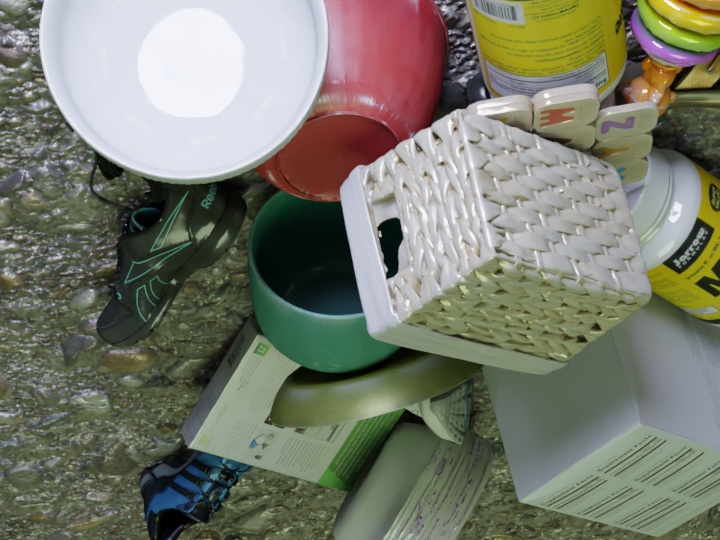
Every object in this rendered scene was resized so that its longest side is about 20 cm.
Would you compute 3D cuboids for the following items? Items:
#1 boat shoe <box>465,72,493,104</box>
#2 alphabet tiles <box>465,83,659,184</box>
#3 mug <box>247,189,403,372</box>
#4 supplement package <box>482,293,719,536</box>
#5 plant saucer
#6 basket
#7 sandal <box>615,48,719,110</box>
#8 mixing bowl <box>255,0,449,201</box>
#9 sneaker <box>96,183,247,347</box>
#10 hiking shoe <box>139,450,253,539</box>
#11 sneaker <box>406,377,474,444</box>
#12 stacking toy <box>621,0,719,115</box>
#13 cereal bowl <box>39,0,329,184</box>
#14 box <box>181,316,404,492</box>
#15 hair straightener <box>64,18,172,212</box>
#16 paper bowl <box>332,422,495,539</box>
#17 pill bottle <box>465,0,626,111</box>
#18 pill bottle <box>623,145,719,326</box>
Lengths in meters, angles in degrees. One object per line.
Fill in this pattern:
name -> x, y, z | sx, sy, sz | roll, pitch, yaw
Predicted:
boat shoe -> 0.118, -0.084, 1.279 | 0.062, 0.074, 0.202 | -7, 138, 17
alphabet tiles -> 0.129, -0.079, 1.176 | 0.194, 0.015, 0.200 | -9, 155, 0
mug -> -0.004, 0.009, 1.310 | 0.183, 0.153, 0.115 | -4, 144, -5
supplement package -> 0.234, 0.112, 1.390 | 0.199, 0.193, 0.147 | 20, 134, -39
plant saucer -> 0.011, 0.090, 1.354 | 0.198, 0.200, 0.031 | -14, 100, 7
basket -> 0.103, -0.018, 1.119 | 0.199, 0.137, 0.123 | 13, 145, -41
sandal -> 0.268, -0.166, 1.217 | 0.198, 0.081, 0.054 | -8, 121, 7
mixing bowl -> -0.023, -0.125, 1.176 | 0.198, 0.109, 0.201 | -4, 141, -3
sneaker -> -0.181, -0.013, 1.330 | 0.079, 0.076, 0.200 | 31, 122, -22
hiking shoe -> -0.152, 0.220, 1.598 | 0.074, 0.087, 0.200 | 25, 131, -35
sneaker -> 0.063, 0.114, 1.434 | 0.086, 0.075, 0.200 | 8, -177, 4
stacking toy -> 0.242, -0.191, 1.130 | 0.115, 0.110, 0.201 | 3, 136, -14
cereal bowl -> -0.120, -0.157, 1.078 | 0.198, 0.202, 0.083 | -7, 177, -1
box -> -0.058, 0.136, 1.518 | 0.199, 0.036, 0.145 | 21, 113, -30
hair straightener -> -0.192, -0.120, 1.198 | 0.076, 0.041, 0.201 | -5, 139, -3
paper bowl -> 0.045, 0.239, 1.580 | 0.104, 0.201, 0.201 | 32, 133, -2
pill bottle -> 0.137, -0.185, 1.126 | 0.111, 0.113, 0.201 | -13, 142, 6
pill bottle -> 0.274, -0.036, 1.335 | 0.199, 0.115, 0.114 | 26, 130, -36
